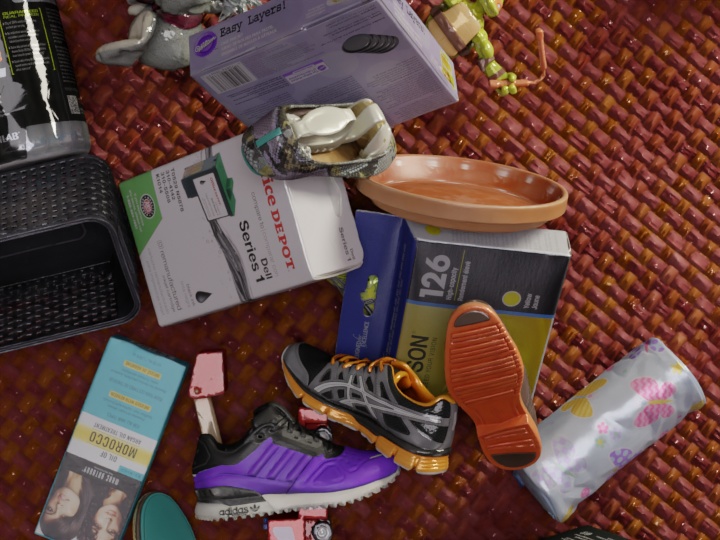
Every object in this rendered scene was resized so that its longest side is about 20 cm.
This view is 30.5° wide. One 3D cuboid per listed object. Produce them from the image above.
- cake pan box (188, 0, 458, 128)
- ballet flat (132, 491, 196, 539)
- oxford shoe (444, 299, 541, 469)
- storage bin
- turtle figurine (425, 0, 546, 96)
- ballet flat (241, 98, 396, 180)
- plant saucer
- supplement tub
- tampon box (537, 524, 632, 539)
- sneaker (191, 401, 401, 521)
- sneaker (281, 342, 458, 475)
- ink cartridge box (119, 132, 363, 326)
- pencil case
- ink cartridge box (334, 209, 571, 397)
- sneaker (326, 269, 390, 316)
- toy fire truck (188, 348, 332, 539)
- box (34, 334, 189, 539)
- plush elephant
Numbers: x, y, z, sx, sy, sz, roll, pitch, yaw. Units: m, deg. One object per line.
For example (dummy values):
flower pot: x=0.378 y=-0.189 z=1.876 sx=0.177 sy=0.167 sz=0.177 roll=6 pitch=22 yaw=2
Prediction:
cake pan box: x=-0.033 y=-0.180 z=1.199 sx=0.198 sy=0.184 sz=0.053 roll=-19 pitch=58 yaw=22
ballet flat: x=-0.176 y=0.313 z=1.266 sx=0.070 sy=0.071 sz=0.202 roll=-28 pitch=68 yaw=-2
oxford shoe: x=0.119 y=0.093 z=1.212 sx=0.070 sy=0.073 sz=0.202 roll=-9 pitch=130 yaw=11
storage bin: x=-0.313 y=-0.011 z=1.221 sx=0.197 sy=0.094 sz=0.136 roll=-14 pitch=134 yaw=-3
turtle figurine: x=0.076 y=-0.237 z=1.287 sx=0.160 sy=0.065 sz=0.201 roll=-35 pitch=107 yaw=7
ballet flat: x=-0.016 y=-0.117 z=1.144 sx=0.071 sy=0.199 sz=0.073 roll=8 pitch=103 yaw=37
plant saucer: x=0.092 y=-0.071 z=1.226 sx=0.197 sy=0.201 sz=0.033 roll=5 pitch=107 yaw=-3
supplement tub: x=-0.333 y=-0.194 z=1.238 sx=0.121 sy=0.123 sz=0.203 roll=-13 pitch=90 yaw=-3
tampon box: x=0.173 y=0.345 z=1.239 sx=0.197 sy=0.126 sz=0.152 roll=-13 pitch=92 yaw=-17
sneaker: x=-0.062 y=0.170 z=1.229 sx=0.197 sy=0.070 sz=0.101 roll=-8 pitch=88 yaw=-4
sneaker: x=0.012 y=0.113 z=1.251 sx=0.198 sy=0.078 sz=0.078 roll=28 pitch=107 yaw=24
ink cartridge box: x=-0.111 y=-0.045 z=1.220 sx=0.198 sy=0.084 sz=0.148 roll=-17 pitch=90 yaw=36
pencil case: x=0.241 y=0.156 z=1.288 sx=0.199 sy=0.083 sz=0.091 roll=-40 pitch=104 yaw=-2
ink cartridge box: x=0.082 y=0.043 z=1.246 sx=0.197 sy=0.047 sz=0.200 roll=4 pitch=129 yaw=-5
sneaker: x=0.000 y=0.000 z=1.278 sx=0.198 sy=0.076 sz=0.076 roll=31 pitch=87 yaw=-4
toy fire truck: x=-0.096 y=0.179 z=1.286 sx=0.139 sy=0.049 sz=0.203 roll=0 pitch=91 yaw=-3
box: x=-0.239 y=0.170 z=1.278 sx=0.081 sy=0.049 sz=0.203 roll=21 pitch=89 yaw=-3
plush elephant: x=-0.173 y=-0.261 z=1.245 sx=0.155 sy=0.163 sz=0.202 roll=-46 pitch=54 yaw=32
